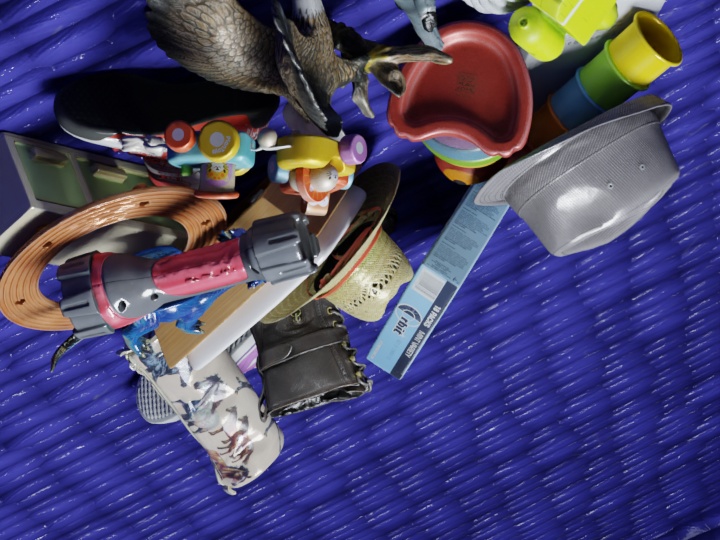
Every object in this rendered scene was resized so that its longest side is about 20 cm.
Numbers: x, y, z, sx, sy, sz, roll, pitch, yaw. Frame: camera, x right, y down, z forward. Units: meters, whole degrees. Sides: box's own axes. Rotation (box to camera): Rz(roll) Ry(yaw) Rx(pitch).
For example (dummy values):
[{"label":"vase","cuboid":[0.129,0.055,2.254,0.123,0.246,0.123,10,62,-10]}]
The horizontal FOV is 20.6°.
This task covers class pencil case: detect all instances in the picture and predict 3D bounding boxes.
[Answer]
[{"label":"pencil case","cuboid":[-0.152,0.122,1.926,0.089,0.201,0.078,-36,-159,-6]}]

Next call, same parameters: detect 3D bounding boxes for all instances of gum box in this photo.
[{"label":"gum box","cuboid":[0.090,-0.015,1.916,0.200,0.044,0.170,-56,177,-38]}]

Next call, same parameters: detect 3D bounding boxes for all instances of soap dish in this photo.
[{"label":"soap dish","cuboid":[-0.094,-0.017,1.754,0.200,0.081,0.158,-41,-171,29]}]

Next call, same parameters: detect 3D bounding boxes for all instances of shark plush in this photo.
[{"label":"shark plush","cuboid":[0.033,-0.219,1.537,0.090,0.084,0.200,-20,155,-12]}]

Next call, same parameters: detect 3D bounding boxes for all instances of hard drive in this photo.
[{"label":"hard drive","cuboid":[0.196,-0.197,1.811,0.131,0.026,0.200,-14,154,-24]}]

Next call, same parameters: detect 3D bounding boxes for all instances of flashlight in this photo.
[{"label":"flashlight","cuboid":[-0.135,-0.001,1.548,0.198,0.068,0.068,-14,127,13]}]

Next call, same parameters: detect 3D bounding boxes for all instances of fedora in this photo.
[{"label":"fedora","cuboid":[0.210,-0.075,1.790,0.199,0.091,0.177,-27,170,-20]}]

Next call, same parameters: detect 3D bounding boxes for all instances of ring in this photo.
[{"label":"ring","cuboid":[-0.203,-0.012,1.620,0.199,0.019,0.201,-20,155,-10]}]

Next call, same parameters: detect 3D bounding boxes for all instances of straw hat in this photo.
[{"label":"straw hat","cuboid":[0.000,0.000,1.804,0.085,0.202,0.201,40,122,-16]}]

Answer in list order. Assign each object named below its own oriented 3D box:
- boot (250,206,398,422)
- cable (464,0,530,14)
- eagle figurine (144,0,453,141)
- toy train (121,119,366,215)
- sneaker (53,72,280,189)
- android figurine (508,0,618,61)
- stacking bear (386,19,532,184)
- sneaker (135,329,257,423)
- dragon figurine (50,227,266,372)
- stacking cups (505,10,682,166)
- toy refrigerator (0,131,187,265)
[{"label":"boot","cuboid":[-0.029,0.042,1.891,0.199,0.175,0.069,-24,156,-1]},{"label":"cable","cuboid":[0.133,-0.282,1.461,0.199,0.069,0.201,-30,152,-49]},{"label":"eagle figurine","cuboid":[-0.055,-0.167,1.517,0.151,0.152,0.199,-31,168,37]},{"label":"toy train","cuboid":[-0.077,-0.071,1.516,0.198,0.056,0.150,5,171,-30]},{"label":"sneaker","cuboid":[-0.166,-0.104,1.596,0.200,0.068,0.108,-10,149,-36]},{"label":"android figurine","cuboid":[0.177,-0.237,1.475,0.183,0.041,0.200,-54,163,9]},{"label":"stacking bear","cuboid":[0.097,-0.134,1.744,0.120,0.115,0.200,11,168,8]},{"label":"sneaker","cuboid":[-0.132,0.094,2.024,0.200,0.073,0.114,-38,156,24]},{"label":"dragon figurine","cuboid":[-0.165,0.019,1.624,0.198,0.059,0.100,-14,154,-26]},{"label":"stacking cups","cuboid":[0.205,-0.149,1.808,0.060,0.061,0.200,2,144,-46]},{"label":"toy refrigerator","cuboid":[-0.228,-0.051,1.631,0.070,0.076,0.199,-38,153,26]}]
